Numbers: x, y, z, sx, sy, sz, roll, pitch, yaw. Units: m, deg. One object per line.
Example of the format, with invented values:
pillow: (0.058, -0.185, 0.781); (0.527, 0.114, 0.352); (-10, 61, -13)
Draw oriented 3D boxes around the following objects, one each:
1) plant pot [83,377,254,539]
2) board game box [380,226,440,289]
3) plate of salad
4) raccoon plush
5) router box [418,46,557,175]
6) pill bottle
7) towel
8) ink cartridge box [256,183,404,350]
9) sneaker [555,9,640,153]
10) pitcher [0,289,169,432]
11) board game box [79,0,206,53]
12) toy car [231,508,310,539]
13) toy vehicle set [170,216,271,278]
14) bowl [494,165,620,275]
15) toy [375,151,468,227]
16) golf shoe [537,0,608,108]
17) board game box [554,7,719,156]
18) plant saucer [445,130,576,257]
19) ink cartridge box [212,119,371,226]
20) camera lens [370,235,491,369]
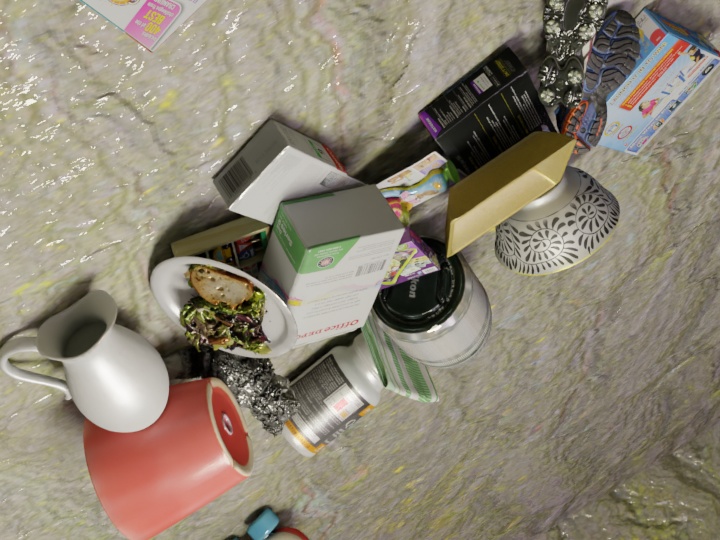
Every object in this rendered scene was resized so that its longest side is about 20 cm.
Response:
plant pot: (-0.251, 0.241, 1.693); (0.175, 0.202, 0.200); (-23, 154, 10)
board game box: (0.000, 0.000, 1.744); (0.198, 0.033, 0.120); (-18, 159, 17)
plate of salad: (-0.173, 0.056, 1.550); (0.201, 0.198, 0.048); (96, 13, -55)
raccoon plush: (-0.181, 0.178, 1.779); (0.198, 0.135, 0.097); (-13, 146, -36)
router box: (0.176, -0.196, 1.686); (0.148, 0.051, 0.200); (-36, 152, 5)
pill bottle: (-0.040, 0.192, 1.980); (0.199, 0.117, 0.116); (-38, 152, 7)
towel: (0.057, 0.129, 1.954); (0.023, 0.154, 0.200); (-27, 156, 16)
ink cartridge box: (-0.047, -0.002, 1.592); (0.144, 0.088, 0.201); (-14, 143, -30)
sneaker: (0.316, -0.266, 1.722); (0.074, 0.079, 0.202); (13, 114, -24)
pitcher: (-0.341, 0.126, 1.567); (0.169, 0.122, 0.201); (-16, 143, 8)
board game box: (-0.171, -0.308, 1.142); (0.200, 0.041, 0.153); (-41, 152, 10)
toy car: (-0.151, 0.547, 2.401); (0.177, 0.185, 0.200); (-43, 180, 14)
toy vehicle set: (-0.168, 0.007, 1.626); (0.123, 0.027, 0.201); (-20, 150, -8)
bowl: (0.274, -0.096, 1.852); (0.199, 0.201, 0.095); (-33, 122, -3)
toy: (0.045, -0.082, 1.674); (0.199, 0.048, 0.115); (-30, 154, 20)
golf shoe: (0.270, -0.311, 1.609); (0.088, 0.076, 0.202); (-66, 168, -55)
board game box: (0.409, -0.269, 1.826); (0.195, 0.056, 0.200); (5, 132, -51)
plant saucer: (0.188, -0.112, 1.693); (0.199, 0.049, 0.200); (-34, 169, -5)
ink cartridge box: (-0.080, -0.107, 1.544); (0.109, 0.051, 0.199); (-44, 152, 16)
camera lens: (0.107, 0.051, 1.875); (0.159, 0.161, 0.200); (-36, 152, 3)
